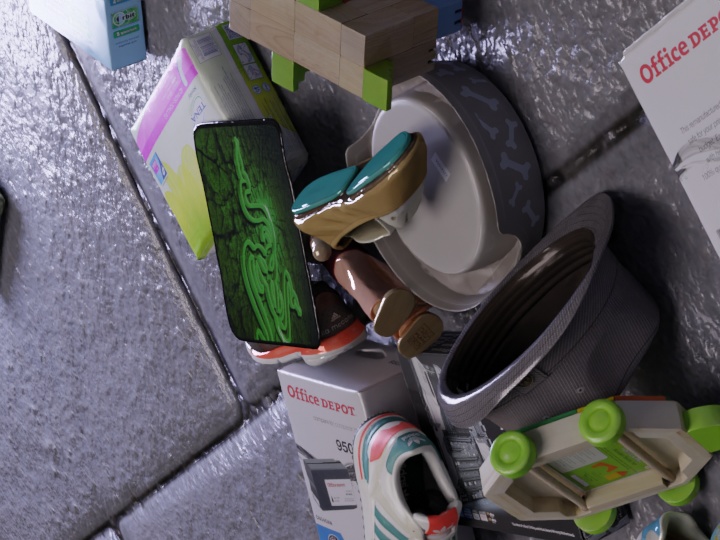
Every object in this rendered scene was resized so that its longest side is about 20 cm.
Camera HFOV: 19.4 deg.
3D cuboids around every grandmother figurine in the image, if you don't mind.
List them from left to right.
[{"bbox_3d":[0.000,0.000,1.779,0.121,0.061,0.200,52,177,-40],"label":"grandmother figurine"}]

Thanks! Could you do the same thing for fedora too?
[{"bbox_3d":[0.146,0.051,1.514,0.090,0.200,0.177,38,-162,-13],"label":"fedora"}]

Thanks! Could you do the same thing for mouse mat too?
[{"bbox_3d":[-0.091,-0.032,1.826,0.161,0.008,0.201,2,106,58],"label":"mouse mat"}]

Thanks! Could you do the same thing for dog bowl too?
[{"bbox_3d":[0.067,-0.071,1.633,0.200,0.058,0.201,38,140,41],"label":"dog bowl"}]

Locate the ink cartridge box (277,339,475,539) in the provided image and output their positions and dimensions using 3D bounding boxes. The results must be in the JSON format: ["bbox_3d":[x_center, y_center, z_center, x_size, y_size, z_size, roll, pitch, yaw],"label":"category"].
[{"bbox_3d":[0.015,0.173,1.865,0.144,0.084,0.201,10,118,56],"label":"ink cartridge box"}]

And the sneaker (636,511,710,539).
[{"bbox_3d":[0.263,0.265,1.521,0.200,0.076,0.081,50,146,25],"label":"sneaker"}]

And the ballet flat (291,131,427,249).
[{"bbox_3d":[0.014,-0.058,1.627,0.063,0.069,0.200,42,157,-13],"label":"ballet flat"}]

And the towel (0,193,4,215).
[{"bbox_3d":[-0.488,-0.075,2.600,0.149,0.036,0.200,54,149,25],"label":"towel"}]

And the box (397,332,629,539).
[{"bbox_3d":[0.120,0.132,1.694,0.200,0.050,0.158,0,111,60],"label":"box"}]

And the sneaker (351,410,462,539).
[{"bbox_3d":[0.049,0.220,1.751,0.093,0.070,0.201,20,124,65],"label":"sneaker"}]

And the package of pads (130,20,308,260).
[{"bbox_3d":[-0.131,-0.112,1.931,0.155,0.068,0.200,61,151,12],"label":"package of pads"}]

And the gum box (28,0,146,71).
[{"bbox_3d":[-0.276,-0.319,2.057,0.170,0.044,0.201,36,139,44],"label":"gum box"}]

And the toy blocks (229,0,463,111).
[{"bbox_3d":[0.001,-0.198,1.589,0.200,0.136,0.100,31,132,38],"label":"toy blocks"}]

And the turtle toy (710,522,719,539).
[{"bbox_3d":[0.302,0.224,1.395,0.200,0.101,0.146,28,133,49],"label":"turtle toy"}]

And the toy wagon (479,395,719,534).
[{"bbox_3d":[0.188,0.130,1.491,0.199,0.155,0.040,-22,59,21],"label":"toy wagon"}]

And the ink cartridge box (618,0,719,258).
[{"bbox_3d":[0.262,-0.080,1.268,0.201,0.083,0.145,64,152,7],"label":"ink cartridge box"}]

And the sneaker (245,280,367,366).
[{"bbox_3d":[-0.057,0.033,1.883,0.200,0.077,0.082,-3,115,64],"label":"sneaker"}]
